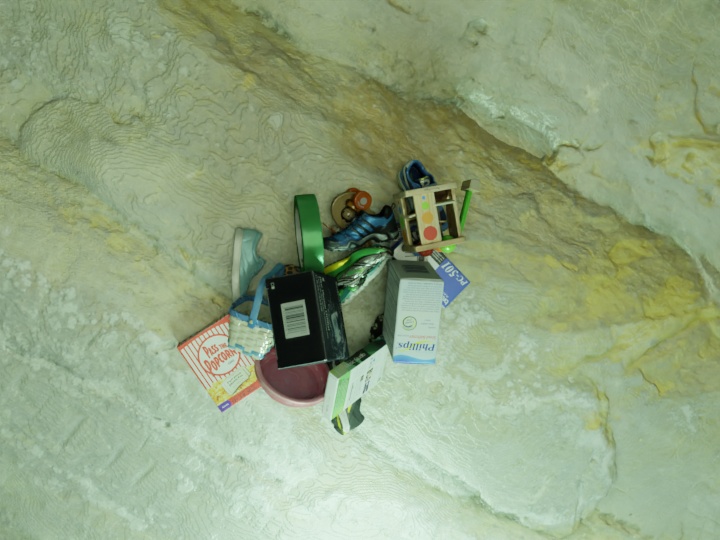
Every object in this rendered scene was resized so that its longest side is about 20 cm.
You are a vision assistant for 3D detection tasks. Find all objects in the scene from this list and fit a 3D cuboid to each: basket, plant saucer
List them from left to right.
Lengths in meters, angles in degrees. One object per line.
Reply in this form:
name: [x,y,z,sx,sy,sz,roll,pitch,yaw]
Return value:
basket: [-0.227,0.091,1.565,0.138,0.176,0.201,16,106,7]
plant saucer: [-0.167,0.260,1.634,0.200,0.201,0.051,19,123,-12]

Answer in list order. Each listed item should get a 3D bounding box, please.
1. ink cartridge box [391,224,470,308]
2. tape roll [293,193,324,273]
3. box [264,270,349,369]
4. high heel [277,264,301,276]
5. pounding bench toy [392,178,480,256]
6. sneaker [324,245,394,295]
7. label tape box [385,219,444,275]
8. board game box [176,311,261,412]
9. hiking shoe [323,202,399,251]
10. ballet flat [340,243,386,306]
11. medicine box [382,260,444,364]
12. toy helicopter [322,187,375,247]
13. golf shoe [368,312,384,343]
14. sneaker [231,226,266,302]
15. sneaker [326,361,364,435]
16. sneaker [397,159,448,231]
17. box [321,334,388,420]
ink cartridge box: [0.171,-0.009,1.660,0.094,0.044,0.200,-46,103,0]
tape roll: [-0.123,-0.080,1.583,0.048,0.200,0.202,-5,98,-9]
box: [-0.115,0.112,1.504,0.117,0.200,0.198,-11,82,11]
high heel: [-0.148,0.082,1.639,0.142,0.071,0.201,6,64,-16]
pounding bench toy: [0.195,-0.122,1.564,0.199,0.124,0.157,-12,95,-10]
sneaker: [0.000,0.000,1.613,0.199,0.078,0.086,-28,76,26]
label tape box: [0.141,-0.031,1.706,0.142,0.066,0.201,-5,96,-10]
board game box: [-0.335,0.226,1.660,0.151,0.046,0.201,-33,101,-5]
hiking shoe: [-0.007,-0.102,1.608,0.199,0.074,0.087,-15,106,-18]
ballet flat: [0.001,0.012,1.679,0.072,0.072,0.200,42,100,-12]
medicine box: [0.119,0.093,1.560,0.102,0.182,0.201,3,104,-6]
toy helicopter: [-0.014,-0.100,1.668,0.132,0.079,0.201,-32,114,-12]
golf shoe: [0.097,0.128,1.711,0.088,0.077,0.201,18,111,-41]
sneaker: [-0.272,-0.003,1.631,0.081,0.074,0.201,4,98,-9]
sneaker: [-0.045,0.316,1.721,0.084,0.074,0.201,-13,94,-34]
sneaker: [0.157,-0.185,1.650,0.074,0.082,0.201,-25,77,-22]
box: [-0.010,0.259,1.636,0.200,0.036,0.145,-31,143,-44]
